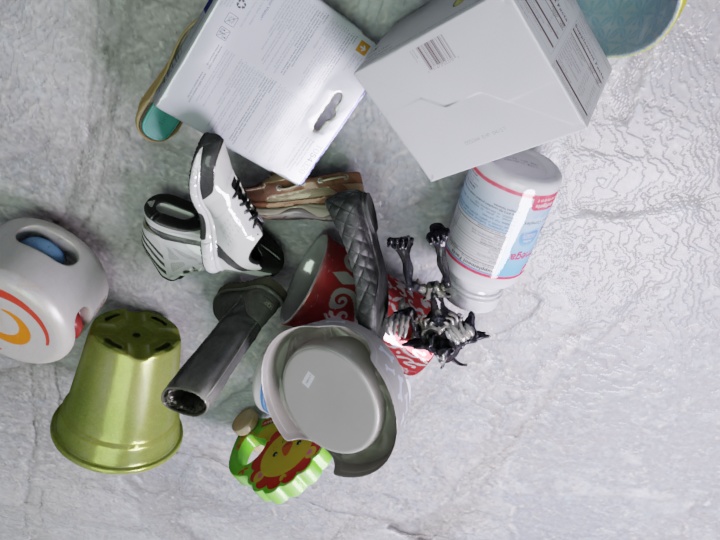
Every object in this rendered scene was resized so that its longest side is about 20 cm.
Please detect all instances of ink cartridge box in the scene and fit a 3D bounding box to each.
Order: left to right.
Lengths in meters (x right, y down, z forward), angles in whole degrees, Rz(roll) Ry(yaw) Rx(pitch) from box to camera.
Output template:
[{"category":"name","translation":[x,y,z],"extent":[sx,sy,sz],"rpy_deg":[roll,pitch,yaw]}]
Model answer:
[{"category":"ink cartridge box","translation":[-0.099,-0.223,0.779],"extent":[0.199,0.043,0.197],"rpy_deg":[27,111,-32]}]

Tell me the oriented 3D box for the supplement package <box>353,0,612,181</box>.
[{"category":"supplement package","translation":[0.125,-0.208,0.709],"extent":[0.199,0.111,0.156],"rpy_deg":[-13,125,46]}]

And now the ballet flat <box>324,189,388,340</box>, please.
[{"category":"ballet flat","translation":[0.000,0.000,0.842],"extent":[0.056,0.066,0.202],"rpy_deg":[-6,101,16]}]

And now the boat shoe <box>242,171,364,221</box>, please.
[{"category":"boat shoe","translation":[-0.089,-0.101,0.884],"extent":[0.198,0.076,0.073],"rpy_deg":[2,93,4]}]

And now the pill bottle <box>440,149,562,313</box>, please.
[{"category":"pill bottle","translation":[0.166,-0.049,0.855],"extent":[0.108,0.109,0.201],"rpy_deg":[14,125,-2]}]

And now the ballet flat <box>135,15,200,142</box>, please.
[{"category":"ballet flat","translation":[-0.199,-0.241,0.798],"extent":[0.200,0.063,0.068],"rpy_deg":[-45,130,13]}]

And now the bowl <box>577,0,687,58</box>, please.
[{"category":"bowl","translation":[0.239,-0.319,0.653],"extent":[0.108,0.200,0.200],"rpy_deg":[-48,113,-15]}]

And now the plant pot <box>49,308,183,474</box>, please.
[{"category":"plant pot","translation":[-0.352,0.168,1.032],"extent":[0.199,0.201,0.186],"rpy_deg":[16,113,-4]}]

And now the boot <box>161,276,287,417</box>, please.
[{"category":"boot","translation":[-0.196,0.106,0.925],"extent":[0.072,0.201,0.181],"rpy_deg":[38,148,-18]}]

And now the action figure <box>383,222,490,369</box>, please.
[{"category":"action figure","translation":[0.086,0.051,0.832],"extent":[0.118,0.102,0.202],"rpy_deg":[-7,113,25]}]

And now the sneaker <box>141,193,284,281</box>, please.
[{"category":"sneaker","translation":[-0.210,-0.025,0.956],"extent":[0.199,0.076,0.116],"rpy_deg":[23,138,-9]}]

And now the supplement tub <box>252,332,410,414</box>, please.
[{"category":"supplement tub","translation":[-0.042,0.176,0.979],"extent":[0.199,0.132,0.133],"rpy_deg":[19,128,25]}]

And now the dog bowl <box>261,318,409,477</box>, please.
[{"category":"dog bowl","translation":[-0.028,0.151,0.843],"extent":[0.199,0.059,0.202],"rpy_deg":[12,113,29]}]

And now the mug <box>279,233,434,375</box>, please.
[{"category":"mug","translation":[0.001,0.052,0.957],"extent":[0.199,0.177,0.134],"rpy_deg":[27,86,-16]}]

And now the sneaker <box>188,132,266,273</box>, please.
[{"category":"sneaker","translation":[-0.153,-0.077,0.816],"extent":[0.079,0.074,0.201],"rpy_deg":[6,137,5]}]

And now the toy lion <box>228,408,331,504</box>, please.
[{"category":"toy lion","translation":[-0.125,0.279,1.060],"extent":[0.199,0.192,0.069],"rpy_deg":[-26,117,23]}]

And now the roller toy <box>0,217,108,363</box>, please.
[{"category":"roller toy","translation":[-0.460,0.027,0.968],"extent":[0.181,0.140,0.201],"rpy_deg":[-5,128,22]}]
